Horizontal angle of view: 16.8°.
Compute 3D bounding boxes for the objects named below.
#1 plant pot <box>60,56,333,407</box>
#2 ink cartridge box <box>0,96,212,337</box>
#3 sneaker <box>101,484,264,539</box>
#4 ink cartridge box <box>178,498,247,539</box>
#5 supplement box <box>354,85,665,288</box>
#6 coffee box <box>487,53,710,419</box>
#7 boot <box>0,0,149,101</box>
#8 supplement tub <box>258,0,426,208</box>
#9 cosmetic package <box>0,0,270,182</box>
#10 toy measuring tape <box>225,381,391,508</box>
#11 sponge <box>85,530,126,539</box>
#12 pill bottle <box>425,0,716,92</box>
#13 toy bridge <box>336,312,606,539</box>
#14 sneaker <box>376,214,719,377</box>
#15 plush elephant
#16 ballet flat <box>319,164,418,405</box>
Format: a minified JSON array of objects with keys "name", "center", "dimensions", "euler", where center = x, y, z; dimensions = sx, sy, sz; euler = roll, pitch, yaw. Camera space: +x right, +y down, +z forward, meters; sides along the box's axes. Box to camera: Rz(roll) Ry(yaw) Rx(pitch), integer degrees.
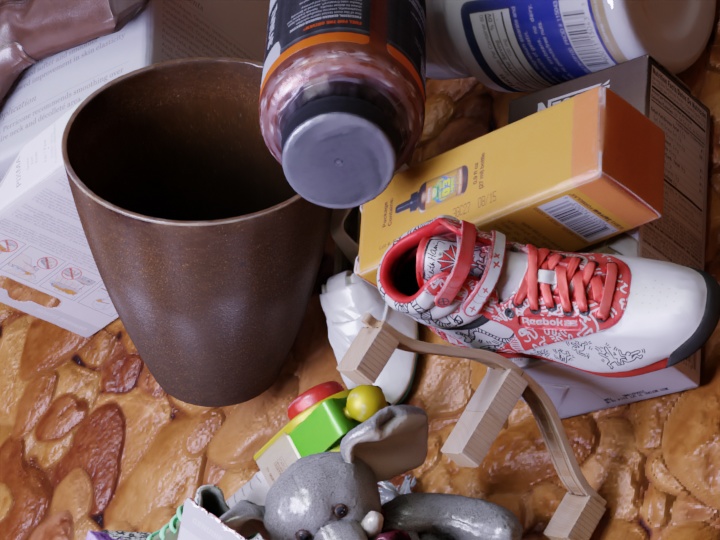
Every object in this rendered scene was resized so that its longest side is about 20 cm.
[{"name":"plant pot","center":[-0.102,-0.012,1.668],"dimensions":[0.186,0.200,0.187],"euler":[-1,39,1]},{"name":"ink cartridge box","center":[-0.198,-0.034,1.790],"dimensions":[0.200,0.161,0.050],"euler":[-31,48,36]},{"name":"sneaker","center":[-0.104,0.180,1.627],"dimensions":[0.200,0.077,0.089],"euler":[6,108,38]},{"name":"ink cartridge box","center":[-0.055,0.253,1.470],"dimensions":[0.161,0.050,0.200],"euler":[30,119,33]},{"name":"supplement box","center":[0.089,-0.041,1.497],"dimensions":[0.200,0.069,0.067],"euler":[-20,52,37]},{"name":"coffee box","center":[0.151,-0.020,1.535],"dimensions":[0.114,0.080,0.200],"euler":[-17,55,36]},{"name":"boot","center":[-0.232,-0.152,1.744],"dimensions":[0.200,0.064,0.187],"euler":[-16,57,30]},{"name":"supplement tub","center":[-0.011,-0.124,1.555],"dimensions":[0.107,0.107,0.200],"euler":[-33,28,23]},{"name":"cosmetic package","center":[-0.168,-0.149,1.846],"dimensions":[0.167,0.166,0.200],"euler":[-22,52,31]},{"name":"toy measuring tape","center":[-0.035,0.129,1.640],"dimensions":[0.200,0.073,0.074],"euler":[-45,39,43]},{"name":"sponge","center":[-0.134,0.244,1.437],"dimensions":[0.200,0.030,0.112],"euler":[37,108,58]},{"name":"pill bottle","center":[0.125,-0.181,1.632],"dimensions":[0.200,0.120,0.120],"euler":[-2,64,42]},{"name":"toy bridge","center":[0.074,0.085,1.457],"dimensions":[0.067,0.200,0.027],"euler":[-57,23,-17]},{"name":"sneaker","center":[0.102,0.013,1.420],"dimensions":[0.201,0.108,0.067],"euler":[0,69,44]},{"name":"plush elephant","center":[0.005,0.173,1.493],"dimensions":[0.165,0.155,0.200],"euler":[-42,44,15]},{"name":"ballet flat","center":[0.000,0.000,1.674],"dimensions":[0.069,0.069,0.200],"euler":[-20,53,33]}]
